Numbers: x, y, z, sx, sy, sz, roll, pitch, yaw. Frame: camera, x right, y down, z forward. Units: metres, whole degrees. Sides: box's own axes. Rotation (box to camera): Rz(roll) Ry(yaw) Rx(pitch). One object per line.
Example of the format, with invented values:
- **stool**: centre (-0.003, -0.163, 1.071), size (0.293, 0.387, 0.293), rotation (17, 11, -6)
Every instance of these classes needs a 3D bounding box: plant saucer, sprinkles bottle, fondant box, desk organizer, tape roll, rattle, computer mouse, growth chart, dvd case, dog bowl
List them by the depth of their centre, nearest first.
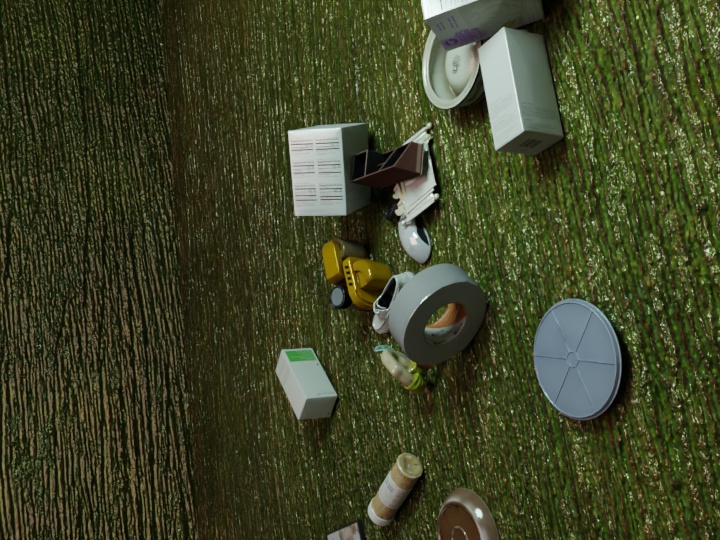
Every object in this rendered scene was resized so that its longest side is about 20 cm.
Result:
- **fondant box**: centre (0.223, -0.480, 1.319), size (0.195, 0.144, 0.060), rotation (-12, 78, 22)
- **tape roll**: centre (0.155, 0.090, 1.461), size (0.066, 0.196, 0.205), rotation (50, 131, 46)
- **dog bowl**: centre (0.211, -0.431, 1.493), size (0.198, 0.072, 0.207), rotation (1, 91, 59)
- **plant saucer**: centre (0.217, 0.562, 1.518), size (0.198, 0.031, 0.207), rotation (-1, 89, 59)
- **growth chart**: centre (0.122, -0.216, 1.655), size (0.143, 0.017, 0.206), rotation (-27, 61, 45)
- **desk organizer**: centre (0.059, -0.243, 1.665), size (0.198, 0.075, 0.074), rotation (-8, 75, 60)
- **rattle**: centre (0.113, 0.179, 1.667), size (0.200, 0.127, 0.146), rotation (-103, 33, -75)
- **computer mouse**: centre (0.108, -0.106, 1.695), size (0.111, 0.043, 0.203), rotation (-58, 42, 40)
- **sprinkles bottle**: centre (0.081, 0.518, 1.715), size (0.069, 0.067, 0.203), rotation (60, 138, 40)
- **dvd case**: centre (-0.032, 0.764, 1.957), size (0.200, 0.017, 0.146), rotation (-46, 52, 51)

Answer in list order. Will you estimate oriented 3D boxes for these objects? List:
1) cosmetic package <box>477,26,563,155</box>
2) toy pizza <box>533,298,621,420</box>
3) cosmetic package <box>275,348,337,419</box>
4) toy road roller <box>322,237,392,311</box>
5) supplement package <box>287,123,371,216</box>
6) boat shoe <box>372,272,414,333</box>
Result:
- **cosmetic package**: centre (0.290, -0.324, 1.322), size (0.084, 0.105, 0.206), rotation (-30, 63, 56)
- **toy pizza**: centre (0.374, 0.151, 1.247), size (0.199, 0.031, 0.207), rotation (3, 93, 61)
- **cosmetic package**: centre (-0.157, 0.322, 2.076), size (0.201, 0.105, 0.087), rotation (53, 132, 44)
- **toy road roller**: centre (0.000, 0.000, 1.818), size (0.145, 0.121, 0.205), rotation (-32, 62, 39)
- **supplement package**: centre (-0.072, -0.252, 1.795), size (0.143, 0.191, 0.206), rotation (1, 104, 20)
- **boat shoe**: centre (0.066, 0.081, 1.742), size (0.201, 0.067, 0.073), rotation (-54, 46, 45)
